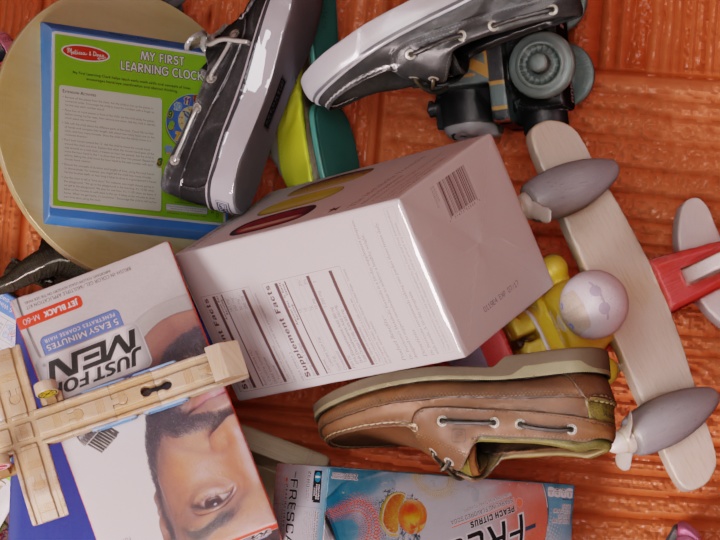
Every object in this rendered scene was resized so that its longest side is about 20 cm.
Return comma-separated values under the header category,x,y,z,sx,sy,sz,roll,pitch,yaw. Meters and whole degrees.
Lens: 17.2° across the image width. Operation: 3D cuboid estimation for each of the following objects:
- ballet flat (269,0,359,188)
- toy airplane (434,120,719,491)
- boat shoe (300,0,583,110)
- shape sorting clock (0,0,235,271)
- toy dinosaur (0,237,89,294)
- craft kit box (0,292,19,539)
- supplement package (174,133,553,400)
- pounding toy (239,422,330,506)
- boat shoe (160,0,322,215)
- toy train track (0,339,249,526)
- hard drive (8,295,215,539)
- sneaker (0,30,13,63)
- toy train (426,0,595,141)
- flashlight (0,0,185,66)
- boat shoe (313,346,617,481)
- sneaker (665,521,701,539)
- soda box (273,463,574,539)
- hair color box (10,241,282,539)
category,x,y,z,sx,sy,sz,roll,pitch,yaw
ballet flat,-0.043,-0.116,1.655,0.067,0.067,0.201,-11,80,28
toy airplane,0.168,0.023,1.568,0.200,0.141,0.200,23,88,9
boat shoe,0.053,-0.150,1.568,0.200,0.069,0.057,-28,80,18
shape sorting clock,-0.156,-0.090,1.595,0.200,0.039,0.201,6,80,-34
toy dinosaur,-0.178,-0.006,1.622,0.102,0.200,0.077,-10,69,48
craft kit box,-0.307,0.093,1.676,0.200,0.049,0.198,30,87,9
supplement package,0.000,0.000,1.531,0.200,0.114,0.110,-13,105,41
pounding toy,-0.139,0.202,1.608,0.184,0.142,0.200,20,72,8
boat shoe,-0.079,-0.136,1.589,0.068,0.074,0.200,16,83,15
toy train track,-0.167,0.083,1.465,0.199,0.033,0.115,-18,71,-4
hard drive,-0.160,0.115,1.550,0.132,0.025,0.201,-1,70,1
sneaker,-0.243,-0.122,1.672,0.199,0.070,0.082,20,90,7
toy train,0.093,-0.184,1.631,0.114,0.085,0.201,-7,86,19
flashlight,-0.214,-0.150,1.630,0.200,0.068,0.068,-29,53,-26
boat shoe,0.063,0.097,1.501,0.199,0.072,0.068,-12,74,23
sneaker,0.223,0.239,1.526,0.095,0.200,0.079,33,117,-4
soda box,0.042,0.163,1.556,0.200,0.068,0.064,7,85,-32
hair color box,-0.135,0.096,1.509,0.111,0.064,0.200,-21,73,-6
